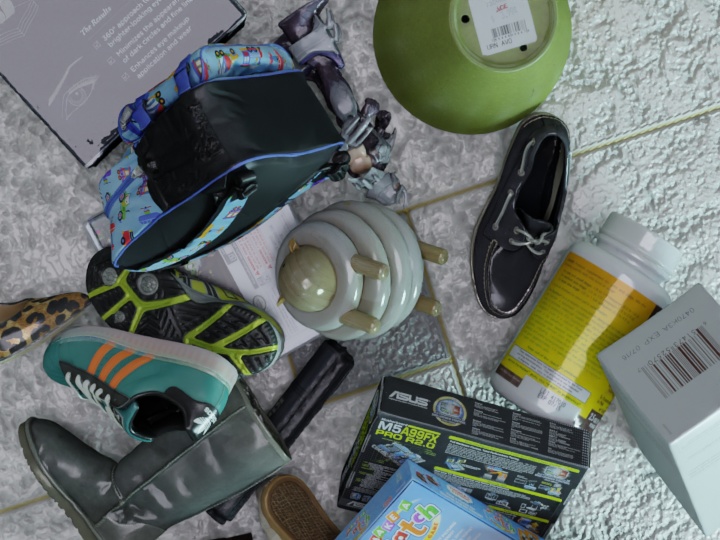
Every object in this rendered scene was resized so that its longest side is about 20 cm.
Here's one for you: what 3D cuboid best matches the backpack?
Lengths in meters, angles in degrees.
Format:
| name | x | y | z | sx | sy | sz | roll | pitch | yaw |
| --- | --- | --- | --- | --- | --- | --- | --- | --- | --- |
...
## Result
| name | x | y | z | sx | sy | sz | roll | pitch | yaw |
| --- | --- | --- | --- | --- | --- | --- | --- | --- | --- |
| backpack | -0.138 | -0.088 | 1.421 | 0.200 | 0.182 | 0.135 | -35 | 80 | 33 |

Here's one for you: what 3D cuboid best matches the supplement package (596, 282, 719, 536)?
| name | x | y | z | sx | sy | sz | roll | pitch | yaw |
| --- | --- | --- | --- | --- | --- | --- | --- | --- | --- |
| supplement package | 0.309 | 0.128 | 1.490 | 0.117 | 0.200 | 0.118 | -35 | 52 | -2 |

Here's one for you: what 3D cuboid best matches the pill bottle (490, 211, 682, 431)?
| name | x | y | z | sx | sy | sz | roll | pitch | yaw |
| --- | --- | --- | --- | --- | --- | --- | --- | --- | --- |
| pill bottle | 0.213 | 0.050 | 1.532 | 0.109 | 0.109 | 0.201 | 32 | 91 | -6 |

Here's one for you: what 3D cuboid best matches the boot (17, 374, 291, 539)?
| name | x | y | z | sx | sy | sz | roll | pitch | yaw |
| --- | --- | --- | --- | --- | --- | --- | --- | --- | --- |
| boot | -0.188 | 0.157 | 1.506 | 0.200 | 0.073 | 0.182 | -39 | 91 | 12 |

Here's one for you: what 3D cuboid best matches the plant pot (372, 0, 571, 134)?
| name | x | y | z | sx | sy | sz | roll | pitch | yaw |
| --- | --- | --- | --- | --- | --- | --- | --- | --- | --- |
| plant pot | 0.112 | -0.216 | 1.461 | 0.185 | 0.200 | 0.189 | 0 | 94 | -5 |

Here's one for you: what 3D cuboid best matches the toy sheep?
| name | x | y | z | sx | sy | sz | roll | pitch | yaw |
| --- | --- | --- | --- | --- | --- | --- | --- | --- | --- |
| toy sheep | 0.000 | 0.000 | 1.488 | 0.137 | 0.199 | 0.139 | 4 | 97 | 38 |

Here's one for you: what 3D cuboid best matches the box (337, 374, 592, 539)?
| name | x | y | z | sx | sy | sz | roll | pitch | yaw |
| --- | --- | --- | --- | --- | --- | --- | --- | --- | --- |
| box | 0.092 | 0.183 | 1.516 | 0.198 | 0.044 | 0.161 | 15 | 137 | -5 |

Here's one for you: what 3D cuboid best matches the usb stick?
| name | x | y | z | sx | sy | sz | roll | pitch | yaw |
| --- | --- | --- | --- | --- | --- | --- | --- | --- | --- |
| usb stick | -0.077 | 0.148 | 1.544 | 0.033 | 0.055 | 0.200 | 38 | 91 | -22 |

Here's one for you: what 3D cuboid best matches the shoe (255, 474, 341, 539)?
| name | x | y | z | sx | sy | sz | roll | pitch | yaw |
| --- | --- | --- | --- | --- | --- | --- | --- | --- | --- |
| shoe | -0.038 | 0.277 | 1.562 | 0.070 | 0.053 | 0.201 | -35 | 101 | -30 |

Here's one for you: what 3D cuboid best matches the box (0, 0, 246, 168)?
| name | x | y | z | sx | sy | sz | roll | pitch | yaw |
| --- | --- | --- | --- | --- | --- | --- | --- | --- | --- |
| box | -0.237 | -0.230 | 1.474 | 0.197 | 0.117 | 0.200 | -43 | 97 | -1 |

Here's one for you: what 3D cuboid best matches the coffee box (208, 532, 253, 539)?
| name | x | y | z | sx | sy | sz | roll | pitch | yaw |
| --- | --- | --- | --- | --- | --- | --- | --- | --- | --- |
| coffee box | -0.117 | 0.356 | 1.525 | 0.079 | 0.113 | 0.202 | -11 | 94 | -4 |

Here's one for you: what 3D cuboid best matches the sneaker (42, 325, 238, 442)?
| name | x | y | z | sx | sy | sz | roll | pitch | yaw |
| --- | --- | --- | --- | --- | --- | --- | --- | --- | --- |
| sneaker | -0.208 | 0.104 | 1.459 | 0.199 | 0.072 | 0.080 | 5 | 54 | 29 |

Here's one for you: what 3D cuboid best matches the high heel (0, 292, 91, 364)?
| name | x | y | z | sx | sy | sz | roll | pitch | yaw |
| --- | --- | --- | --- | --- | --- | --- | --- | --- | --- |
| high heel | -0.356 | 0.017 | 1.502 | 0.199 | 0.071 | 0.143 | -21 | 101 | 6 |

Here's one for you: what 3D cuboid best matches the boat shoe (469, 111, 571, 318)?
| name | x | y | z | sx | sy | sz | roll | pitch | yaw |
| --- | --- | --- | --- | --- | --- | --- | --- | --- | --- |
| boat shoe | 0.150 | -0.046 | 1.536 | 0.072 | 0.063 | 0.202 | 12 | 103 | -9 |

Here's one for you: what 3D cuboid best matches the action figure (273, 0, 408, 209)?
| name | x | y | z | sx | sy | sz | roll | pitch | yaw |
| --- | --- | --- | --- | --- | --- | --- | --- | --- | --- |
| action figure | -0.009 | -0.143 | 1.499 | 0.069 | 0.130 | 0.201 | -29 | 85 | 0 |

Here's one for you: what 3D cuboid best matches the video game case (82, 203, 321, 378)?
| name | x | y | z | sx | sy | sz | roll | pitch | yaw |
| --- | --- | --- | --- | --- | --- | --- | --- | --- | --- |
| video game case | -0.134 | 0.001 | 1.546 | 0.181 | 0.023 | 0.201 | -28 | 96 | -3 |

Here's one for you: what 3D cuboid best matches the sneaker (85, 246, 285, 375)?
| name | x | y | z | sx | sy | sz | roll | pitch | yaw |
| --- | --- | --- | --- | --- | --- | --- | --- | --- | --- |
| sneaker | -0.160 | 0.041 | 1.504 | 0.199 | 0.076 | 0.076 | 27 | 95 | 12 |

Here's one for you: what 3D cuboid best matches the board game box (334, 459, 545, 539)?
| name | x | y | z | sx | sy | sz | roll | pitch | yaw |
| --- | --- | --- | --- | --- | --- | --- | --- | --- | --- |
| board game box | 0.075 | 0.278 | 1.524 | 0.199 | 0.037 | 0.151 | 32 | 111 | -24 |
